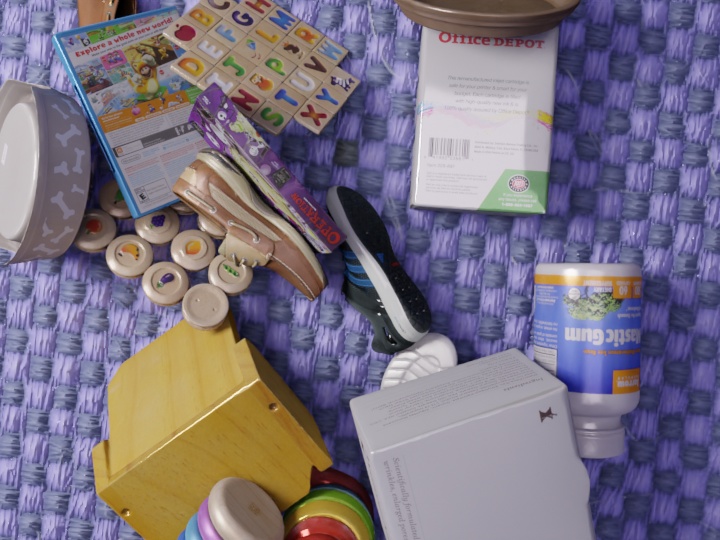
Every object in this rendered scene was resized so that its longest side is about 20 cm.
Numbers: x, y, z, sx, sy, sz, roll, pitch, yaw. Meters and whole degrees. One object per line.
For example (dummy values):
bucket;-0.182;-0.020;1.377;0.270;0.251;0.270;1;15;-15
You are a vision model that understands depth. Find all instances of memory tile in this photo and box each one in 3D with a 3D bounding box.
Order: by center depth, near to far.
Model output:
memory tile;-0.205;-0.038;0.788;0.199;0.017;0.154;34;60;0

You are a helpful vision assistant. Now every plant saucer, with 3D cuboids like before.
plant saucer;0.127;-0.284;0.741;0.198;0.201;0.030;2;126;2

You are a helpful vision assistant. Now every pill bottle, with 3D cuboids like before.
pill bottle;0.244;0.093;0.766;0.111;0.112;0.202;0;91;2

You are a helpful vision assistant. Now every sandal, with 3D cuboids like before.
sandal;0.059;0.166;0.808;0.082;0.050;0.204;18;97;18

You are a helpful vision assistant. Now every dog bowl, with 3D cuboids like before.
dog bowl;-0.350;-0.103;0.757;0.058;0.199;0.202;5;82;-43

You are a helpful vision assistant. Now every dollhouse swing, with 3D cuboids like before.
dollhouse swing;-0.166;0.169;0.783;0.199;0.176;0.182;-36;111;2

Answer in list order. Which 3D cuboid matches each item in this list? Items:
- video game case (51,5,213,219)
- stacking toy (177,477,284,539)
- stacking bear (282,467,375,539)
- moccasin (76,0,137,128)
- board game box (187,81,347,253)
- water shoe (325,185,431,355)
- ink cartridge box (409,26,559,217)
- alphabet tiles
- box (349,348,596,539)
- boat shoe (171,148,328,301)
video game case;-0.223;-0.175;0.772;0.143;0.018;0.201;-29;101;-33
stacking toy;-0.165;0.300;0.697;0.085;0.085;0.200;41;104;1
stacking bear;-0.041;0.288;0.734;0.113;0.200;0.123;-6;91;2
moccasin;-0.272;-0.232;0.802;0.077;0.074;0.203;-6;81;10
board game box;-0.102;-0.099;0.750;0.032;0.120;0.200;-43;102;-9
water shoe;0.000;0.000;0.791;0.079;0.071;0.201;-38;71;32
ink cartridge box;0.132;-0.164;0.779;0.144;0.088;0.202;3;92;1
alphabet tiles;-0.105;-0.232;0.776;0.199;0.006;0.167;32;56;1
box;0.112;0.213;0.718;0.198;0.131;0.201;-16;102;-7
boat shoe;-0.122;-0.038;0.768;0.074;0.076;0.200;-44;92;-14
